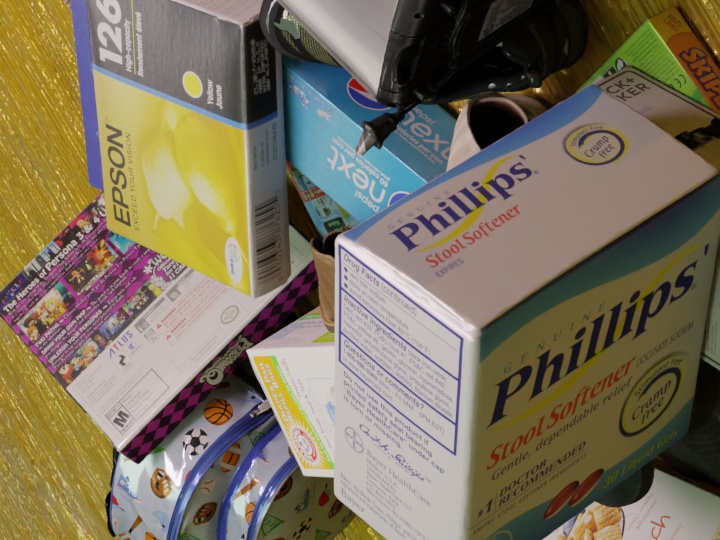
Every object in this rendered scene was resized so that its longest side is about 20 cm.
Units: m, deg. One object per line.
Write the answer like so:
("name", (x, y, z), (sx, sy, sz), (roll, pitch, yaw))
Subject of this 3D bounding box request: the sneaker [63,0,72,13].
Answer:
("sneaker", (-0.153, -0.161, 1.752), (0.200, 0.071, 0.113), (65, -176, 35))

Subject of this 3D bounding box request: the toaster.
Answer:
("toaster", (0.048, -0.195, 1.290), (0.119, 0.200, 0.181), (43, 147, 19))

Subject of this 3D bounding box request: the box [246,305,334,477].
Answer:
("box", (0.030, 0.071, 1.637), (0.200, 0.112, 0.102), (-6, 112, 59))

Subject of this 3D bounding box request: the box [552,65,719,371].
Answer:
("box", (0.193, -0.015, 1.316), (0.200, 0.060, 0.117), (33, 141, 38))

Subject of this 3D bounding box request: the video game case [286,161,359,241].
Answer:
("video game case", (-0.020, -0.098, 1.659), (0.143, 0.017, 0.200), (-17, 101, 60))

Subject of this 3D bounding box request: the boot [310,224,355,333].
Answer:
("boot", (0.000, 0.000, 1.573), (0.076, 0.074, 0.200), (60, 177, -9))

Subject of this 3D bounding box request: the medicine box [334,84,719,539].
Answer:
("medicine box", (0.085, 0.036, 1.279), (0.103, 0.182, 0.200), (38, 145, 32))

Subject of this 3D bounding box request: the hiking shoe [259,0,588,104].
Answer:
("hiking shoe", (0.024, -0.139, 1.410), (0.200, 0.101, 0.076), (5, 114, 23))

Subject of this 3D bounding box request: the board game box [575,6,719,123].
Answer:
("board game box", (0.202, -0.042, 1.362), (0.200, 0.030, 0.096), (58, 151, 8))

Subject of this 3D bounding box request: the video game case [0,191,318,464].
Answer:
("video game case", (-0.145, 0.011, 1.763), (0.181, 0.200, 0.036), (43, 177, 34))

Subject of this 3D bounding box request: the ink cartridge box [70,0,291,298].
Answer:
("ink cartridge box", (-0.132, -0.104, 1.608), (0.200, 0.047, 0.198), (21, 128, 35))

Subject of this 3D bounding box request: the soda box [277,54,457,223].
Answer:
("soda box", (0.024, -0.068, 1.549), (0.200, 0.064, 0.068), (41, 137, 22))

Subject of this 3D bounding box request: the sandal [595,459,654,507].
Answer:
("sandal", (0.101, 0.090, 1.452), (0.200, 0.048, 0.075), (31, 136, 52))

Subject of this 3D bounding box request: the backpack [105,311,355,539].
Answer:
("backpack", (-0.091, 0.144, 1.809), (0.154, 0.190, 0.200), (37, 142, 34))

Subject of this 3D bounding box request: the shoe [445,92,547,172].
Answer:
("shoe", (0.085, -0.066, 1.396), (0.070, 0.200, 0.053), (18, 115, 2))

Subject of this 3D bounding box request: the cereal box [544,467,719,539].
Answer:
("cereal box", (0.162, 0.192, 1.507), (0.040, 0.144, 0.200), (38, 170, -36))

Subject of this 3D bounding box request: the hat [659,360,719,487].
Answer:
("hat", (0.155, 0.054, 1.464), (0.200, 0.081, 0.201), (36, 142, 34))
